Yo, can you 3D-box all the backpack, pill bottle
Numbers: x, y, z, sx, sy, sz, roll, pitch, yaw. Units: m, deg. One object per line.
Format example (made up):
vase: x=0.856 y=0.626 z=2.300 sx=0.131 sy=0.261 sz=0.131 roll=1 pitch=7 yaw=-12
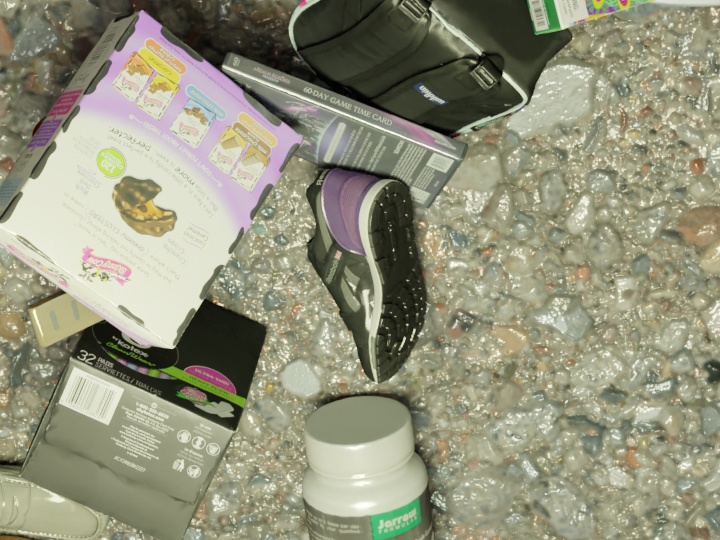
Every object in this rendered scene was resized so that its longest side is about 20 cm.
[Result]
backpack: x=0.048 y=-0.191 z=1.350 sx=0.177 sy=0.151 sz=0.200 roll=39 pitch=150 yaw=-15
pill bottle: x=0.008 y=0.221 z=1.555 sx=0.113 sy=0.113 sz=0.200 roll=-5 pitch=113 yaw=7

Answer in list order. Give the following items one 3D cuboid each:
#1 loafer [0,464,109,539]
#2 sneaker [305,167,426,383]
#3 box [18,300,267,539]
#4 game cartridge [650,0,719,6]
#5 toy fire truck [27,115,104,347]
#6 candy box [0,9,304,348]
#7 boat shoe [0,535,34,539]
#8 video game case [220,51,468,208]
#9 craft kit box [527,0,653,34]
loafer: x=-0.329 y=0.211 z=1.604 sx=0.200 sy=0.070 sz=0.070 roll=13 pitch=113 yaw=0
sneaker: x=0.000 y=0.000 z=1.500 sx=0.087 sy=0.076 sz=0.200 roll=19 pitch=129 yaw=32
box: x=-0.178 y=0.108 z=1.477 sx=0.148 sy=0.200 sz=0.124 roll=25 pitch=111 yaw=-5
game cartridge: x=0.238 y=-0.275 z=1.370 sx=0.199 sy=0.040 sz=0.134 roll=8 pitch=117 yaw=2
toy fire truck: x=-0.208 y=-0.041 z=1.418 sx=0.128 sy=0.200 sz=0.176 roll=-28 pitch=108 yaw=15
candy box: x=-0.168 y=-0.068 z=1.346 sx=0.168 sy=0.072 sz=0.200 roll=38 pitch=73 yaw=-24
boat shoe: x=-0.367 y=0.298 z=1.652 sx=0.199 sy=0.071 sz=0.069 roll=-1 pitch=139 yaw=-3
video game case: x=-0.022 y=-0.110 z=1.415 sx=0.200 sy=0.143 sz=0.019 roll=22 pitch=75 yaw=-3
craft kit box: x=0.193 y=-0.292 z=1.276 sx=0.197 sy=0.048 sz=0.200 roll=-20 pitch=99 yaw=-24
